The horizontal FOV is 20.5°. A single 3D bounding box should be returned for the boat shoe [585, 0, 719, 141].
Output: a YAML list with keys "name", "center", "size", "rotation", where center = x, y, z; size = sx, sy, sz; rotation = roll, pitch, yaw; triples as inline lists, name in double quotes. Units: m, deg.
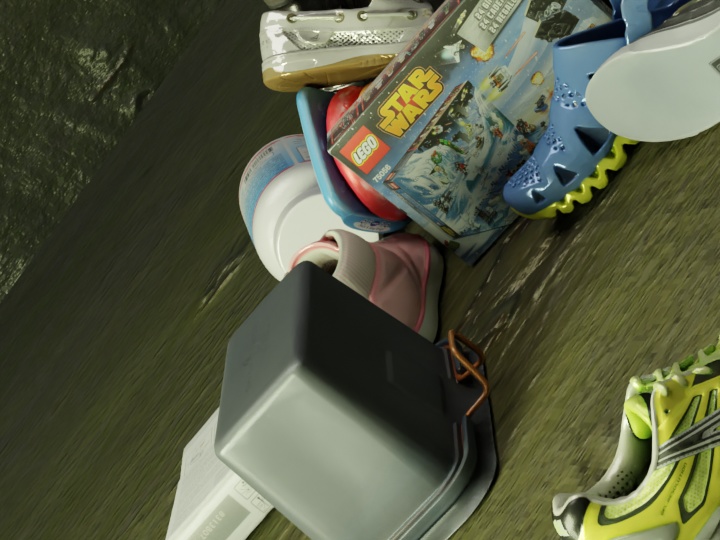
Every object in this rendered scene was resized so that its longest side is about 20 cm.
- name: "boat shoe"
  center: [0.219, -0.141, 1.193]
  size: [0.200, 0.070, 0.066]
  rotation: [-33, 16, 50]

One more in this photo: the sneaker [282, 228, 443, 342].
- name: "sneaker"
  center: [0.000, 0.000, 1.436]
  size: [0.075, 0.105, 0.200]
  rotation: [-48, 14, 17]

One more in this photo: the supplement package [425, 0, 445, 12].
- name: "supplement package"
  center: [0.062, -0.200, 1.677]
  size: [0.120, 0.121, 0.200]
  rotation: [-47, 15, 16]

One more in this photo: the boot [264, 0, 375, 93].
- name: "boot"
  center: [0.029, -0.189, 1.546]
  size: [0.199, 0.175, 0.069]
  rotation: [-24, 24, 14]

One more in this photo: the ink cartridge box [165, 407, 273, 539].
- name: "ink cartridge box"
  center: [-0.074, 0.125, 1.494]
  size: [0.163, 0.057, 0.200]
  rotation: [-49, 7, 11]

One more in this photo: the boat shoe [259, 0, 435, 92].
- name: "boat shoe"
  center: [0.023, -0.182, 1.473]
  size: [0.071, 0.199, 0.070]
  rotation: [116, 146, -79]

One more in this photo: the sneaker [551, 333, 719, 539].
- name: "sneaker"
  center: [0.163, 0.060, 0.870]
  size: [0.200, 0.076, 0.075]
  rotation: [-54, 13, -11]

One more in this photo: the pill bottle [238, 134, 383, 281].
- name: "pill bottle"
  center: [-0.039, -0.044, 1.640]
  size: [0.109, 0.109, 0.200]
  rotation: [-50, 15, 6]

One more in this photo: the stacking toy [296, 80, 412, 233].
- name: "stacking toy"
  center: [0.063, -0.115, 1.448]
  size: [0.199, 0.110, 0.116]
  rotation: [-27, -19, 30]

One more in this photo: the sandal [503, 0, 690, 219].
- name: "sandal"
  center: [0.156, -0.122, 1.296]
  size: [0.200, 0.087, 0.080]
  rotation: [-51, 17, 8]

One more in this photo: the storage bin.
- name: "storage bin"
  center: [-0.005, 0.081, 1.206]
  size: [0.146, 0.134, 0.200]
  rotation: [-47, 17, 17]

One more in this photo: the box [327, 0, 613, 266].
- name: "box"
  center: [0.091, -0.119, 1.375]
  size: [0.200, 0.137, 0.040]
  rotation: [-46, 18, 17]

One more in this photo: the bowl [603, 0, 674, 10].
- name: "bowl"
  center: [0.182, -0.199, 1.483]
  size: [0.201, 0.039, 0.201]
  rotation: [-47, 15, 17]
